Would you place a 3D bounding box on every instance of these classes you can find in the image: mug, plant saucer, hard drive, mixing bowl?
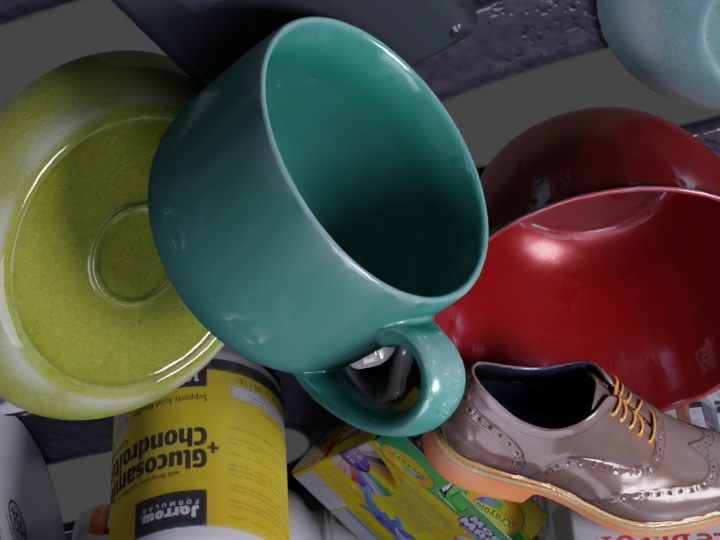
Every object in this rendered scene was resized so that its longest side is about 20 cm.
[{"bbox_3d":[-0.029,-0.016,0.841,0.151,0.186,0.114,32,133,-31],"label":"mug"},{"bbox_3d":[-0.122,-0.012,0.911,0.199,0.031,0.202,-15,116,-34],"label":"plant saucer"},{"bbox_3d":[-0.052,-0.153,0.846,0.139,0.033,0.200,-25,136,23],"label":"hard drive"},{"bbox_3d":[0.220,-0.138,0.882,0.199,0.039,0.202,-2,141,-2],"label":"plant saucer"},{"bbox_3d":[0.133,-0.016,0.966,0.198,0.109,0.201,-2,140,-2],"label":"mixing bowl"}]

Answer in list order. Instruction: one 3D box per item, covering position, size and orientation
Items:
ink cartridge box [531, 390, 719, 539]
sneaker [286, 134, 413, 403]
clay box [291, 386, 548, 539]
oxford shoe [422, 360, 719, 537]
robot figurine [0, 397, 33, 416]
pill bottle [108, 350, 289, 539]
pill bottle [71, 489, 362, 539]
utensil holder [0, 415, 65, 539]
[{"bbox_3d":[0.180,0.140,1.084,0.144,0.201,0.145,-1,141,-4],"label":"ink cartridge box"},{"bbox_3d":[0.000,0.000,0.986,0.075,0.093,0.201,-11,139,10],"label":"sneaker"},{"bbox_3d":[0.037,0.137,1.090,0.115,0.048,0.200,44,157,-5],"label":"clay box"},{"bbox_3d":[0.138,0.094,0.962,0.198,0.072,0.073,9,134,-14],"label":"oxford shoe"},{"bbox_3d":[-0.226,0.002,0.942,0.199,0.126,0.150,28,168,-32],"label":"robot figurine"},{"bbox_3d":[-0.099,0.157,1.080,0.111,0.201,0.113,-3,141,-2],"label":"pill bottle"},{"bbox_3d":[-0.094,0.211,1.214,0.198,0.114,0.114,-5,140,2],"label":"pill bottle"},{"bbox_3d":[-0.308,0.186,1.128,0.198,0.171,0.171,-14,139,7],"label":"utensil holder"}]
